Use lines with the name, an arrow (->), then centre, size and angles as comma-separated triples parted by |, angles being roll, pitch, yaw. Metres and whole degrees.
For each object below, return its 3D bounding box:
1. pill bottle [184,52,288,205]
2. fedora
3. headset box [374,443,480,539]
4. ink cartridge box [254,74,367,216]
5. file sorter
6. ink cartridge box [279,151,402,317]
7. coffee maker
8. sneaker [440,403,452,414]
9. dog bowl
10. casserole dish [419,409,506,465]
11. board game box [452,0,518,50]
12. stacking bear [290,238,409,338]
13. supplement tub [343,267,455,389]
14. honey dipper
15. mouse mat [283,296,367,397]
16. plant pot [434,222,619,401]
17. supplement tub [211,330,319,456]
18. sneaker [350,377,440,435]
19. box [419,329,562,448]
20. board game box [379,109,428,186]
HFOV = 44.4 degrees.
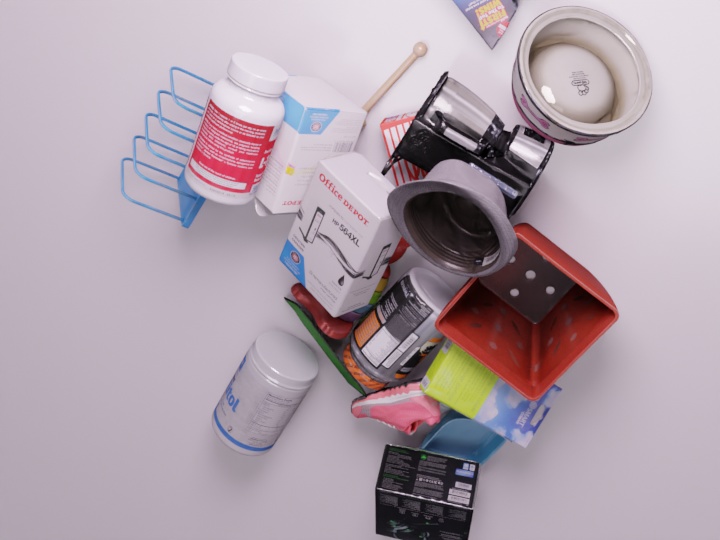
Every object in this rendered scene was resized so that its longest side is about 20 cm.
pill bottle -> -0.176, -0.205, 1.276 | 0.112, 0.112, 0.201 | 26, 118, 2
fedora -> 0.138, -0.084, 1.224 | 0.176, 0.091, 0.200 | -11, 132, 42
headset box -> 0.118, 0.414, 1.578 | 0.173, 0.093, 0.201 | 9, 140, 11
ink cartridge box -> -0.102, -0.186, 1.374 | 0.125, 0.128, 0.201 | 43, 122, 35
file sorter -> -0.288, -0.201, 1.410 | 0.122, 0.139, 0.200 | 21, 120, -30
ink cartridge box -> -0.025, -0.055, 1.336 | 0.146, 0.084, 0.201 | 45, 130, 25
coffee maker -> 0.158, -0.165, 1.304 | 0.199, 0.135, 0.192 | 33, 140, -1
sneaker -> 0.160, 0.227, 1.538 | 0.199, 0.071, 0.081 | -14, 125, 25
dog bowl -> 0.301, -0.265, 1.238 | 0.199, 0.201, 0.074 | 32, 158, -1
casserole dish -> 0.177, 0.295, 1.543 | 0.120, 0.039, 0.200 | 17, 137, -13
board game box -> 0.194, -0.432, 1.255 | 0.199, 0.062, 0.201 | -22, 106, 22
stacking bear -> 0.000, 0.000, 1.462 | 0.200, 0.113, 0.122 | -50, 66, 17
supplement tub -> 0.066, 0.101, 1.478 | 0.122, 0.123, 0.200 | 40, 117, -4
honey dipper -> 0.032, -0.280, 1.378 | 0.038, 0.038, 0.200 | 42, 112, -5
mouse mat -> -0.062, 0.128, 1.515 | 0.008, 0.161, 0.201 | -37, 101, -9
plant pot -> 0.259, 0.040, 1.372 | 0.199, 0.176, 0.200 | 37, 116, -4
supplement tub -> -0.173, 0.223, 1.587 | 0.131, 0.132, 0.201 | 31, 116, 0
sneaker -> 0.057, 0.242, 1.504 | 0.199, 0.073, 0.088 | -23, 81, 45
box -> 0.210, 0.187, 1.425 | 0.199, 0.048, 0.123 | 30, 96, -13
board game box -> 0.130, -0.159, 1.393 | 0.150, 0.046, 0.201 | -12, 108, 17
